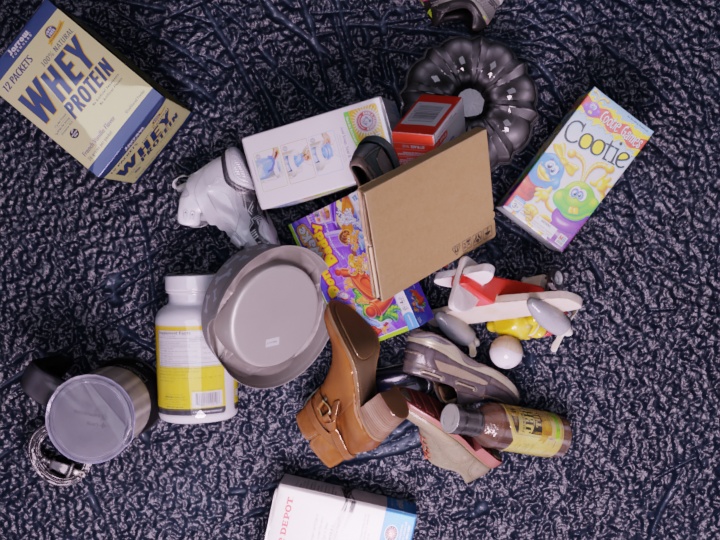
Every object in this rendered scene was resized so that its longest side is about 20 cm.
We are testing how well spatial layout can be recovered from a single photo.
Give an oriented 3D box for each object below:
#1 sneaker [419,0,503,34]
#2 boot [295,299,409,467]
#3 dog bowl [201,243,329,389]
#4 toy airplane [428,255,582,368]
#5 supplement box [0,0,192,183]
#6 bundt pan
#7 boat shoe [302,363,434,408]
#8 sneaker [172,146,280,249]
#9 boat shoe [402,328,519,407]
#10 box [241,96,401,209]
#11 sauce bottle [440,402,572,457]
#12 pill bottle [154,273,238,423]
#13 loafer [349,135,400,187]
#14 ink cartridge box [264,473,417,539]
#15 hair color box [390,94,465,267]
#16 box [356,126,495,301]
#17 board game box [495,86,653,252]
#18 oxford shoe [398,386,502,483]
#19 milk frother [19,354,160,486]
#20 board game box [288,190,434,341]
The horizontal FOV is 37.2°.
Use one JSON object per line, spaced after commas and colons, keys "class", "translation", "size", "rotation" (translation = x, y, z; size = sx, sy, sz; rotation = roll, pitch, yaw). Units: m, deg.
{"class": "sneaker", "translation": [0.100, -0.386, 1.476], "size": [0.199, 0.074, 0.088], "rotation": [21, 86, -4]}
{"class": "boot", "translation": [-0.032, 0.157, 1.459], "size": [0.155, 0.077, 0.200], "rotation": [-40, 75, 33]}
{"class": "dog bowl", "translation": [-0.126, 0.056, 1.437], "size": [0.200, 0.059, 0.201], "rotation": [-16, 117, -35]}
{"class": "toy airplane", "translation": [0.188, 0.059, 1.427], "size": [0.198, 0.200, 0.142], "rotation": [1, 80, 3]}
{"class": "supplement box", "translation": [-0.357, -0.232, 1.434], "size": [0.200, 0.200, 0.134], "rotation": [39, 93, 0]}
{"class": "bundt pan", "translation": [0.152, -0.231, 1.480], "size": [0.201, 0.076, 0.203], "rotation": [0, 93, 1]}
{"class": "boat shoe", "translation": [0.012, 0.176, 1.506], "size": [0.199, 0.062, 0.075], "rotation": [-16, 93, 4]}
{"class": "sneaker", "translation": [-0.185, -0.063, 1.500], "size": [0.115, 0.075, 0.201], "rotation": [-22, 87, 4]}
{"class": "boat shoe", "translation": [0.132, 0.152, 1.470], "size": [0.200, 0.074, 0.073], "rotation": [32, 78, -24]}
{"class": "box", "translation": [-0.041, -0.158, 1.455], "size": [0.199, 0.112, 0.102], "rotation": [-15, 92, 14]}
{"class": "sauce bottle", "translation": [0.198, 0.214, 1.453], "size": [0.200, 0.065, 0.065], "rotation": [13, 93, -33]}
{"class": "pill bottle", "translation": [-0.228, 0.106, 1.486], "size": [0.112, 0.112, 0.201], "rotation": [-1, 92, 2]}
{"class": "loafer", "translation": [0.033, -0.072, 1.373], "size": [0.072, 0.063, 0.200], "rotation": [-4, 121, 36]}
{"class": "ink cartridge box", "translation": [-0.032, 0.381, 1.503], "size": [0.199, 0.084, 0.146], "rotation": [13, 92, 2]}
{"class": "hair color box", "translation": [0.100, -0.118, 1.419], "size": [0.064, 0.111, 0.200], "rotation": [9, 128, 24]}
{"class": "box", "translation": [0.088, -0.072, 1.346], "size": [0.200, 0.021, 0.164], "rotation": [-29, 128, -26]}
{"class": "board game box", "translation": [0.290, -0.136, 1.464], "size": [0.105, 0.103, 0.200], "rotation": [37, 93, 0]}
{"class": "oxford shoe", "translation": [0.108, 0.234, 1.474], "size": [0.200, 0.071, 0.075], "rotation": [39, 105, -24]}
{"class": "milk frother", "translation": [-0.379, 0.221, 1.458], "size": [0.180, 0.188, 0.201], "rotation": [11, 92, 2]}
{"class": "board game box", "translation": [0.000, 0.000, 1.476], "size": [0.134, 0.045, 0.200], "rotation": [-24, 91, 36]}
